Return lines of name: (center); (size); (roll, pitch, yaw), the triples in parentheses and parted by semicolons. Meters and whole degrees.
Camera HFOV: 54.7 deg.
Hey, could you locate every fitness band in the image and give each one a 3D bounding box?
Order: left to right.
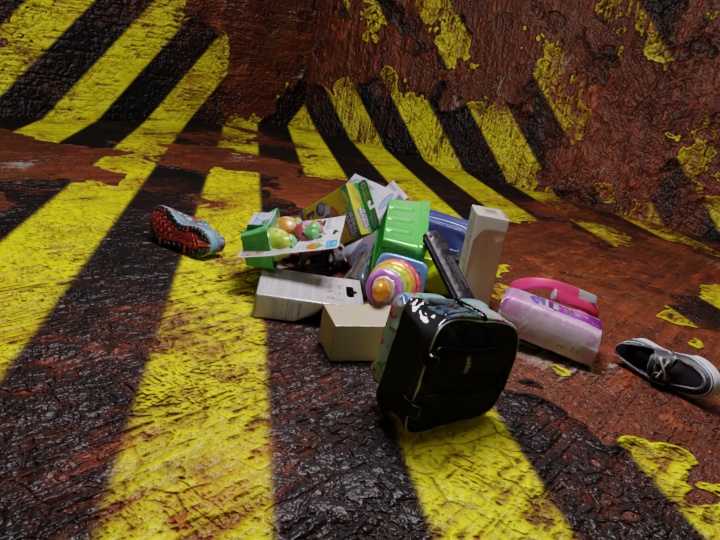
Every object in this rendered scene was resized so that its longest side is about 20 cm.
fitness band: (0.396, 0.065, 1.423); (0.195, 0.038, 0.143); (21, -19, -19)

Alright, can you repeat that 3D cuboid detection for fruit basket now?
fruit basket: (-0.131, -0.073, 1.364); (0.194, 0.096, 0.186); (-11, 21, 9)
fruit basket: (0.127, -0.033, 1.472); (0.209, 0.158, 0.218); (15, 37, -11)

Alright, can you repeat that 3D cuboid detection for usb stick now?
usb stick: (0.176, 0.016, 1.326); (0.054, 0.033, 0.204); (-5, 63, -44)

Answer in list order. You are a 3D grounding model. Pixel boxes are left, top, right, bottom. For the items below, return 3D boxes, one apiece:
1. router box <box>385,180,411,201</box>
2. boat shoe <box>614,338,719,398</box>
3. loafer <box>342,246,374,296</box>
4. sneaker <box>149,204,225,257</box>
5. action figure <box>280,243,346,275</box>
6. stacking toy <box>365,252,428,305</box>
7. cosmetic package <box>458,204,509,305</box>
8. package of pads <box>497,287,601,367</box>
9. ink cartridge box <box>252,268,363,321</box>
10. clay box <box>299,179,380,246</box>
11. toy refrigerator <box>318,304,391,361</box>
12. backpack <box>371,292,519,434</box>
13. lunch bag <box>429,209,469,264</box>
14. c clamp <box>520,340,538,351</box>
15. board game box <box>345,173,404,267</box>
router box: (0.048, -0.128, 1.736); (0.049, 0.179, 0.200); (46, 6, -19)
boat shoe: (0.541, 0.171, 1.241); (0.066, 0.074, 0.199); (3, 16, -28)
loafer: (0.000, 0.000, 1.477); (0.061, 0.074, 0.200); (-8, 16, 14)
sneaker: (-0.378, -0.080, 1.525); (0.197, 0.081, 0.095); (29, 14, 26)
action figure: (-0.121, -0.039, 1.474); (0.188, 0.108, 0.200); (4, 11, 18)
stacking toy: (0.049, 0.034, 1.253); (0.107, 0.120, 0.200); (14, 5, 13)
cosmetic package: (0.252, -0.025, 1.470); (0.069, 0.206, 0.106); (10, 17, -1)
package of pads: (0.354, 0.101, 1.313); (0.195, 0.078, 0.120); (22, 15, 13)
ink cartridge box: (-0.097, 0.049, 1.299); (0.194, 0.059, 0.163); (12, 16, -7)
clay box: (-0.047, -0.112, 1.541); (0.047, 0.118, 0.198); (-12, -9, -44)
toy refrigerator: (0.034, 0.106, 1.160); (0.194, 0.072, 0.076); (2, 24, -22)
backpack: (0.121, 0.123, 0.972); (0.195, 0.182, 0.150); (3, 22, -34)
lunch bag: (0.198, -0.051, 1.632); (0.195, 0.140, 0.132); (17, 19, 18)
c clamp: (0.211, 0.126, 1.268); (0.168, 0.028, 0.197); (23, 21, 34)
board game box: (-0.014, -0.122, 1.661); (0.043, 0.201, 0.198); (45, -8, -37)
